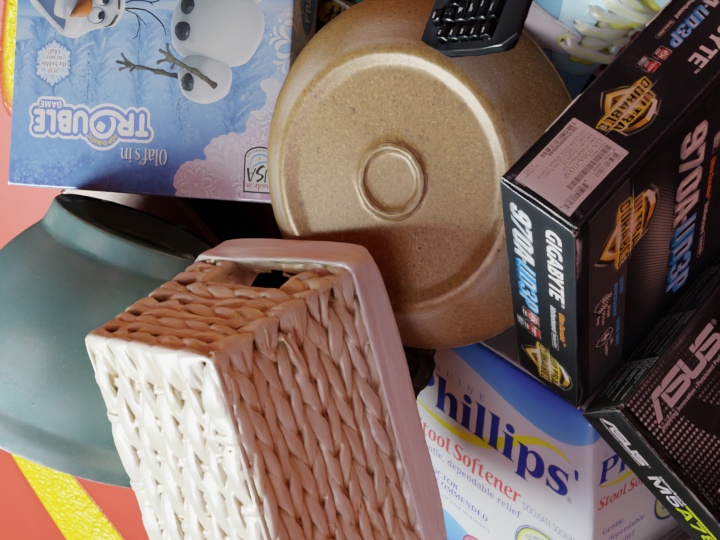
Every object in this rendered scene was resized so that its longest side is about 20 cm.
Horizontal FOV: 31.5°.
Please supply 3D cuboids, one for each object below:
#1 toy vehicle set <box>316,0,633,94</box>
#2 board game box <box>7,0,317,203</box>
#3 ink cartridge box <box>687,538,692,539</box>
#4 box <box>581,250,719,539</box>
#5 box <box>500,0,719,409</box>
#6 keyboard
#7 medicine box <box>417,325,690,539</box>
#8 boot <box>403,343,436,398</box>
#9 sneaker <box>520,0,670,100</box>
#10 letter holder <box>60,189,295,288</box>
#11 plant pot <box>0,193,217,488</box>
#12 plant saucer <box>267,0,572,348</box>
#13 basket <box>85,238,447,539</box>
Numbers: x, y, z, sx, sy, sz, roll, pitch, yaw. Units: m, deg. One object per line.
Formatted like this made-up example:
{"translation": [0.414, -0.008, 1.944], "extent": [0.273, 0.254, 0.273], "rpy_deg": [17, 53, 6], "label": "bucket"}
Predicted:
{"translation": [0.063, -0.137, 0.791], "extent": [0.199, 0.027, 0.125], "rpy_deg": [34, 131, 6], "label": "toy vehicle set"}
{"translation": [-0.126, -0.147, 0.808], "extent": [0.198, 0.043, 0.201], "rpy_deg": [4, 94, 20], "label": "board game box"}
{"translation": [0.253, 0.213, 0.803], "extent": [0.067, 0.199, 0.118], "rpy_deg": [47, 144, 44], "label": "ink cartridge box"}
{"translation": [0.252, 0.079, 0.720], "extent": [0.193, 0.200, 0.047], "rpy_deg": [49, 159, -9], "label": "box"}
{"translation": [0.141, -0.035, 0.637], "extent": [0.046, 0.159, 0.200], "rpy_deg": [38, 163, 26], "label": "box"}
{"translation": [0.069, -0.203, 0.637], "extent": [0.039, 0.201, 0.104], "rpy_deg": [26, 170, -28], "label": "keyboard"}
{"translation": [0.120, 0.112, 0.830], "extent": [0.182, 0.102, 0.201], "rpy_deg": [32, 138, 45], "label": "medicine box"}
{"translation": [0.000, 0.000, 0.797], "extent": [0.175, 0.069, 0.200], "rpy_deg": [-57, 45, 11], "label": "boot"}
{"translation": [0.139, -0.140, 0.660], "extent": [0.130, 0.079, 0.201], "rpy_deg": [41, 123, 40], "label": "sneaker"}
{"translation": [-0.084, -0.028, 0.901], "extent": [0.142, 0.101, 0.200], "rpy_deg": [-29, 103, 37], "label": "letter holder"}
{"translation": [-0.158, 0.033, 0.809], "extent": [0.199, 0.200, 0.135], "rpy_deg": [24, 100, 13], "label": "plant pot"}
{"translation": [0.024, -0.051, 0.700], "extent": [0.199, 0.035, 0.202], "rpy_deg": [6, 103, 28], "label": "plant saucer"}
{"translation": [-0.053, 0.097, 0.709], "extent": [0.135, 0.123, 0.202], "rpy_deg": [4, 115, 45], "label": "basket"}
